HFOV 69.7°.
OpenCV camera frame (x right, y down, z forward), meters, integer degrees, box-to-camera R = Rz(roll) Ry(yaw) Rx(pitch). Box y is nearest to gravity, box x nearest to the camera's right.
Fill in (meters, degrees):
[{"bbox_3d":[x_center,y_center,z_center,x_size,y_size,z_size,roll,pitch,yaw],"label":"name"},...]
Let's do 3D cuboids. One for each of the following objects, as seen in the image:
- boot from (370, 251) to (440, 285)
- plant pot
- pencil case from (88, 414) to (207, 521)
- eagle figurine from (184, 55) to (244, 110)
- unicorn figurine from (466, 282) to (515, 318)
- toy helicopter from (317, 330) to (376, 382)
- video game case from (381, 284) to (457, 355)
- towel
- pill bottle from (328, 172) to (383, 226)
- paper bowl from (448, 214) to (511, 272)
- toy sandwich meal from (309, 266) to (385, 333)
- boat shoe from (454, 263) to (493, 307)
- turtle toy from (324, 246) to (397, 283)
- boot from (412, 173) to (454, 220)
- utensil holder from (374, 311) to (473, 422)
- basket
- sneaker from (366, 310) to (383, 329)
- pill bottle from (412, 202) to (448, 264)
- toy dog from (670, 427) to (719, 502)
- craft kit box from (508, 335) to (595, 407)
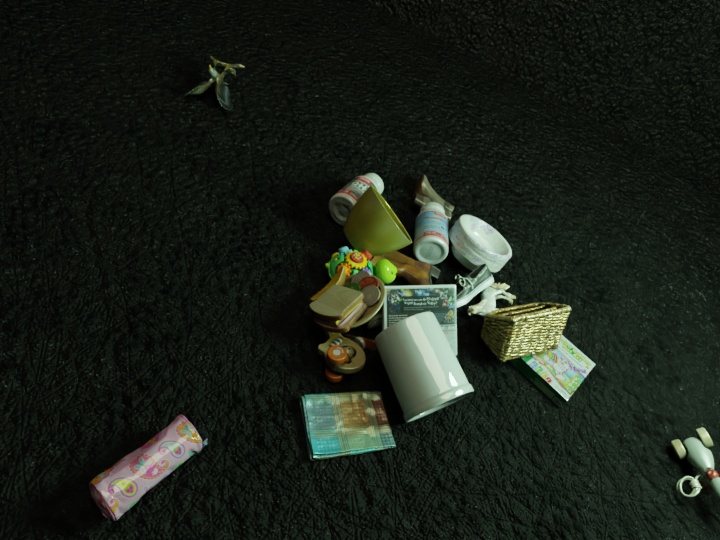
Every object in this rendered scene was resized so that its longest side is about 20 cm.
[{"bbox_3d":[0.118,0.012,1.482,0.198,0.069,0.189,25,48,5],"label":"boot"},{"bbox_3d":[0.034,-0.121,1.483,0.201,0.141,0.200,52,11,-15],"label":"plant pot"},{"bbox_3d":[-0.381,0.353,0.936,0.087,0.088,0.199,40,45,16],"label":"pencil case"},{"bbox_3d":[-0.522,-0.662,1.836,0.150,0.151,0.202,1,69,34],"label":"eagle figurine"},{"bbox_3d":[0.381,0.102,1.512,0.136,0.075,0.200,16,29,5],"label":"unicorn figurine"},{"bbox_3d":[-0.048,0.170,1.260,0.131,0.080,0.200,-12,41,-23],"label":"toy helicopter"},{"bbox_3d":[0.151,0.129,1.318,0.198,0.023,0.184,-1,90,-13],"label":"video game case"},{"bbox_3d":[-0.029,0.336,1.144,0.198,0.022,0.148,1,49,-22],"label":"towel"},{"bbox_3d":[-0.006,-0.230,1.626,0.110,0.111,0.200,32,45,9],"label":"pill bottle"},{"bbox_3d":[0.365,-0.074,1.621,0.199,0.105,0.202,24,34,-17],"label":"paper bowl"},{"bbox_3d":[-0.036,0.065,1.268,0.203,0.071,0.206,-15,39,12],"label":"toy sandwich meal"},{"bbox_3d":[0.304,0.044,1.492,0.198,0.073,0.069,-29,105,-21],"label":"boat shoe"},{"bbox_3d":[0.000,0.000,1.417,0.198,0.102,0.147,11,45,-12],"label":"turtle toy"},{"bbox_3d":[0.256,-0.245,1.793,0.145,0.070,0.201,26,45,-7],"label":"boot"},{"bbox_3d":[0.141,0.219,1.188,0.168,0.170,0.202,-12,68,-31],"label":"utensil holder"},{"bbox_3d":[0.436,0.131,1.390,0.198,0.150,0.143,-9,36,-17],"label":"basket"},{"bbox_3d":[0.113,0.136,1.350,0.197,0.078,0.083,-5,83,-7],"label":"sneaker"},{"bbox_3d":[0.223,-0.122,1.622,0.108,0.109,0.201,17,44,-7],"label":"pill bottle"},{"bbox_3d":[0.877,0.507,1.313,0.097,0.131,0.201,50,40,-28],"label":"toy dog"},{"bbox_3d":[0.530,0.251,1.446,0.200,0.049,0.197,44,45,19],"label":"craft kit box"}]
